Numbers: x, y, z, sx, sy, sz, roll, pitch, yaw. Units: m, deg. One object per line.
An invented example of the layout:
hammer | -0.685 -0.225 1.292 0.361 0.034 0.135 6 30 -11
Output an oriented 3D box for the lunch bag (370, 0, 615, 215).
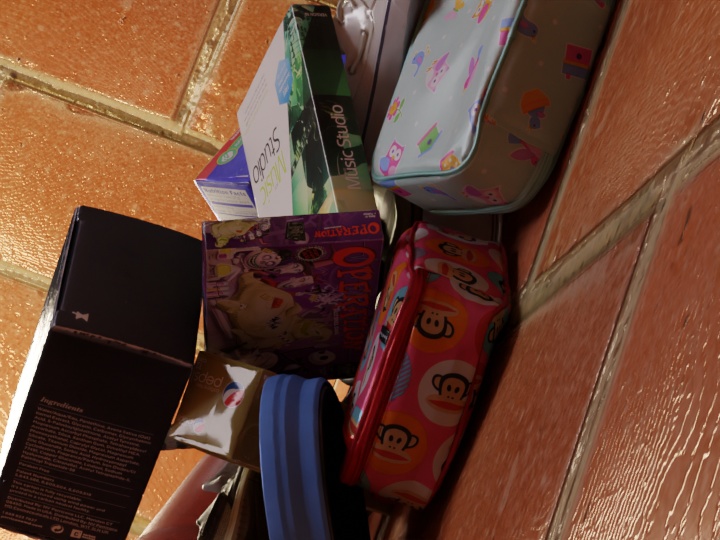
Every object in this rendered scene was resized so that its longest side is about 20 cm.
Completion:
lunch bag | 0.089 -0.137 1.472 0.160 0.077 0.200 -6 60 62

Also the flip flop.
flip flop | 0.000 0.000 1.584 0.200 0.058 0.081 105 149 -41

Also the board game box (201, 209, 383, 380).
board game box | -0.050 0.023 1.494 0.200 0.120 0.032 95 165 -60

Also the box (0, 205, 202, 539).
box | -0.190 0.080 1.554 0.148 0.104 0.200 -87 17 -52

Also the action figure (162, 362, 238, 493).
action figure | -0.102 0.090 1.731 0.105 0.200 0.193 -36 -12 22

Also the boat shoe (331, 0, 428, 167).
boat shoe | 0.009 -0.172 1.560 0.071 0.070 0.200 -52 -22 -56

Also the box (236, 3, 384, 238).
box | -0.039 -0.071 1.558 0.144 0.036 0.200 122 140 -53

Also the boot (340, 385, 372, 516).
boot | 0.018 0.116 1.693 0.097 0.075 0.200 10 -80 -75

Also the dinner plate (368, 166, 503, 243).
dinner plate | 0.054 -0.030 1.588 0.200 0.024 0.200 -8 81 58

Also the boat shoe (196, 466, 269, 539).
boat shoe | -0.091 0.191 1.589 0.065 0.073 0.200 -12 42 34

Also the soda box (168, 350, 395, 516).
soda box | -0.045 0.119 1.545 0.200 0.064 0.068 27 -100 -50

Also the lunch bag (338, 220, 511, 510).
lunch bag | 0.039 0.071 1.428 0.200 0.082 0.176 -76 3 -74

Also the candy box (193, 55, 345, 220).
candy box | -0.021 -0.052 1.746 0.077 0.200 0.169 5 45 44

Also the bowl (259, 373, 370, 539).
bowl | -0.025 0.165 1.409 0.201 0.039 0.201 -10 -90 -83

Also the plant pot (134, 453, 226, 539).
plant pot | -0.103 0.251 1.746 0.195 0.201 0.201 -60 -6 -55
